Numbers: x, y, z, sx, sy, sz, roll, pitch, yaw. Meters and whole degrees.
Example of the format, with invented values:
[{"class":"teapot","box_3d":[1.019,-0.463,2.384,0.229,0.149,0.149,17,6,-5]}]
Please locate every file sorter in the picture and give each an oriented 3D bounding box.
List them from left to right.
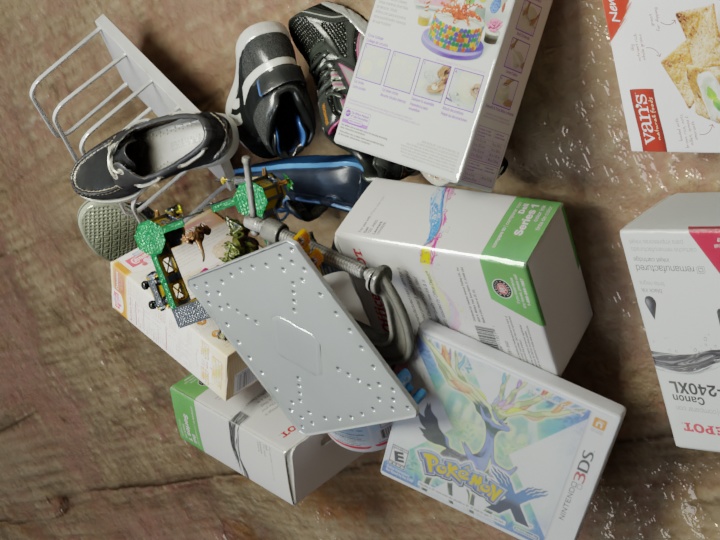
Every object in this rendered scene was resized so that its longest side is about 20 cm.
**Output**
[{"class":"file sorter","box_3d":[-0.254,-0.151,1.558,0.200,0.124,0.139,45,168,19]}]

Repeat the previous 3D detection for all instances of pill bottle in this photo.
[{"class":"pill bottle","box_3d":[-0.005,0.093,1.444,0.108,0.109,0.201,34,155,30]}]

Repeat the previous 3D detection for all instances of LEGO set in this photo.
[{"class":"LEGO set","box_3d":[-0.121,-0.023,1.440,0.199,0.116,0.155,-27,91,30]}]

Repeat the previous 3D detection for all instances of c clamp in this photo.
[{"class":"c clamp","box_3d":[-0.032,0.004,1.279,0.199,0.027,0.172,28,141,28]}]

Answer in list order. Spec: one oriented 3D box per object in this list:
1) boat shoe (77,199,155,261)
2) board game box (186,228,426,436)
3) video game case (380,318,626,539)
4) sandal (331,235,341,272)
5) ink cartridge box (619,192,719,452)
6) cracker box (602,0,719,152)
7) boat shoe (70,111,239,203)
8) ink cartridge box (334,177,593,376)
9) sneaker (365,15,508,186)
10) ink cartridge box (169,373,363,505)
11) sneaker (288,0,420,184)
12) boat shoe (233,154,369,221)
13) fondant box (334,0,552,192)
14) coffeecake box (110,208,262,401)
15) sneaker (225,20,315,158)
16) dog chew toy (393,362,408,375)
[{"class":"boat shoe","box_3d":[-0.274,-0.048,1.672,0.074,0.200,0.063,-37,61,12]},{"class":"board game box","box_3d":[-0.053,0.063,1.318,0.201,0.026,0.199,54,146,-13]},{"class":"video game case","box_3d":[0.125,0.158,1.292,0.199,0.022,0.184,24,126,15]},{"class":"sandal","box_3d":[0.000,0.000,1.483,0.076,0.043,0.200,59,154,12]},{"class":"ink cartridge box","box_3d":[0.306,0.044,1.110,0.145,0.083,0.202,1,115,49]},{"class":"cracker box","box_3d":[0.279,-0.157,1.025,0.199,0.057,0.135,6,118,48]},{"class":"boat shoe","box_3d":[-0.220,-0.116,1.423,0.198,0.060,0.075,-11,85,24]},{"class":"ink cartridge box","box_3d":[0.094,0.004,1.274,0.199,0.084,0.145,10,140,33]},{"class":"sneaker","box_3d":[0.068,-0.157,1.267,0.071,0.079,0.201,-42,59,38]},{"class":"ink cartridge box","box_3d":[-0.098,0.166,1.615,0.199,0.146,0.085,24,133,38]},{"class":"sneaker","box_3d":[-0.009,-0.167,1.331,0.200,0.086,0.080,51,141,12]},{"class":"boat shoe","box_3d":[-0.063,-0.081,1.455,0.199,0.084,0.069,5,107,50]},{"class":"fondant box","box_3d":[0.072,-0.182,1.173,0.144,0.058,0.202,22,99,39]},{"class":"coffeecake box","box_3d":[-0.163,0.034,1.594,0.199,0.153,0.074,36,139,29]},{"class":"sneaker","box_3d":[-0.088,-0.143,1.397,0.201,0.072,0.113,93,160,-61]},{"class":"dog chew toy","box_3d":[0.125,0.144,1.369,0.199,0.124,0.125,38,139,14]}]
